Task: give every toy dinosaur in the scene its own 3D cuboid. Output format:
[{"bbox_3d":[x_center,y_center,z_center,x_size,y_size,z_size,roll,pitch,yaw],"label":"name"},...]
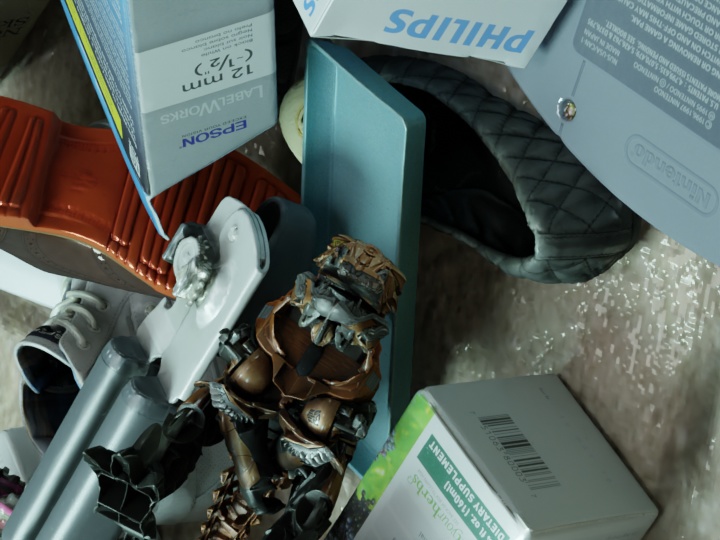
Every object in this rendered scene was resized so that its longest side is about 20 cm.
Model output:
[{"bbox_3d":[-0.032,0.070,1.151,0.102,0.136,0.201,19,139,20],"label":"toy dinosaur"}]

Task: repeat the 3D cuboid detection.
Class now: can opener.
[{"bbox_3d":[-0.083,0.057,1.195,0.200,0.066,0.053,-55,37,20],"label":"can opener"}]

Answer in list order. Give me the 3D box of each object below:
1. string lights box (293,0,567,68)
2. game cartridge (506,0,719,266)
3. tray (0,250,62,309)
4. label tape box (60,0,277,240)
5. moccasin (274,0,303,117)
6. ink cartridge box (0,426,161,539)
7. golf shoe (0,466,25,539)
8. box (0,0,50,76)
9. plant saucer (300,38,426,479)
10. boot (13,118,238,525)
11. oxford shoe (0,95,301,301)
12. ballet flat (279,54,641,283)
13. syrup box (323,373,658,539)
[{"bbox_3d":[0.000,-0.171,1.127,0.059,0.102,0.201,-58,42,34],"label":"string lights box"},{"bbox_3d":[0.139,-0.075,1.059,0.200,0.040,0.134,40,118,39],"label":"game cartridge"},{"bbox_3d":[-0.191,-0.055,1.346,0.107,0.022,0.200,19,151,24],"label":"tray"},{"bbox_3d":[-0.084,-0.126,1.159,0.200,0.066,0.144,88,161,-61],"label":"label tape box"},{"bbox_3d":[-0.079,-0.151,1.270,0.078,0.073,0.203,-41,66,58],"label":"moccasin"},{"bbox_3d":[-0.136,0.186,1.369,0.116,0.066,0.201,-44,62,41],"label":"ink cartridge box"},{"bbox_3d":[-0.131,0.162,1.278,0.199,0.073,0.092,31,89,17],"label":"golf shoe"},{"bbox_3d":[-0.199,-0.148,1.348,0.200,0.094,0.078,137,120,-64],"label":"box"},{"bbox_3d":[0.000,0.000,1.189,0.070,0.019,0.201,42,144,38],"label":"plant saucer"},{"bbox_3d":[-0.116,0.022,1.309,0.073,0.095,0.201,-39,65,43],"label":"boot"},{"bbox_3d":[-0.102,-0.024,1.266,0.073,0.199,0.072,109,-178,-71],"label":"oxford shoe"},{"bbox_3d":[0.031,-0.046,1.166,0.199,0.057,0.067,23,110,45],"label":"ballet flat"},{"bbox_3d":[0.028,0.140,1.170,0.079,0.081,0.201,53,128,30],"label":"syrup box"}]
